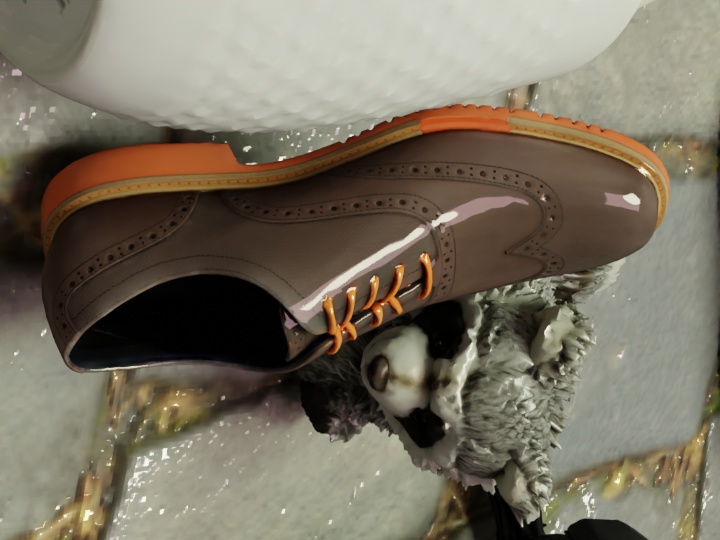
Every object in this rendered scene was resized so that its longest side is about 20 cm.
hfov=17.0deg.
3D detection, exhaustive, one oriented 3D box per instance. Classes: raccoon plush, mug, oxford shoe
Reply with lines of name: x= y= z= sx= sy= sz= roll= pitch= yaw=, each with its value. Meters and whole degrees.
raccoon plush: x=0.066 y=0.012 z=0.856 sx=0.199 sy=0.134 sz=0.097 roll=-26 pitch=125 yaw=-37
mug: x=-0.011 y=-0.124 z=0.675 sx=0.175 sy=0.148 sz=0.200 roll=-15 pitch=163 yaw=-34
oxford shoe: x=0.000 y=0.000 z=0.746 sx=0.199 sy=0.073 sz=0.071 roll=-8 pitch=136 yaw=2

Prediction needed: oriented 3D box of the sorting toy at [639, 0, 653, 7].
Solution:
sorting toy: x=0.128 y=-0.173 z=0.885 sx=0.179 sy=0.107 sz=0.201 roll=-32 pitch=132 yaw=-8

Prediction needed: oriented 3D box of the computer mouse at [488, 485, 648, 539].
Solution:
computer mouse: x=0.107 y=0.158 z=0.934 sx=0.046 sy=0.200 sz=0.141 roll=-33 pitch=137 yaw=-22
